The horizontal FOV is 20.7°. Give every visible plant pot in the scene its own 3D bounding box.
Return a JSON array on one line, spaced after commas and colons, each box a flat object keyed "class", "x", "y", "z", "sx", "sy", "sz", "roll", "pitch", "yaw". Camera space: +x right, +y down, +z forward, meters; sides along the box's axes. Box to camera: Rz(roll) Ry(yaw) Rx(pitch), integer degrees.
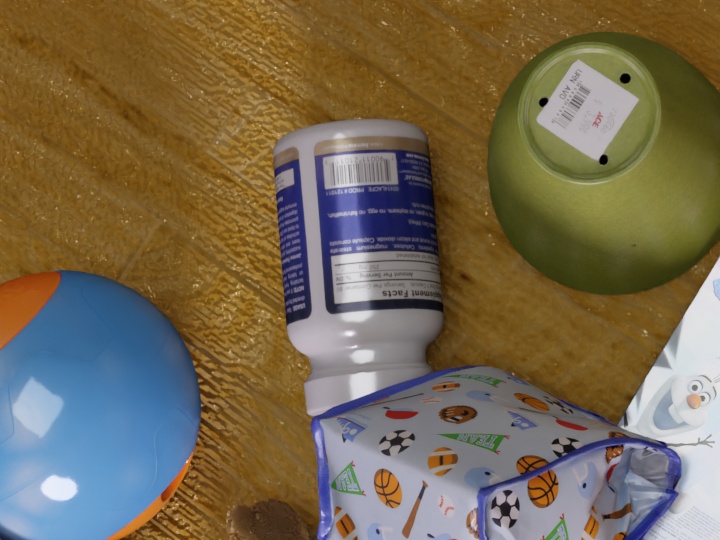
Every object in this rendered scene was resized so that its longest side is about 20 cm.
[{"class": "plant pot", "x": 0.164, "y": -0.087, "z": 1.349, "sx": 0.186, "sy": 0.200, "sz": 0.189, "roll": -2, "pitch": 83, "yaw": 12}]

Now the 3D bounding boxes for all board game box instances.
[{"class": "board game box", "x": 0.286, "y": 0.125, "z": 1.376, "sx": 0.199, "sy": 0.043, "sz": 0.200, "roll": 32, "pitch": 92, "yaw": 14}]

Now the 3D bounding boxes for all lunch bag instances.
[{"class": "lunch bag", "x": 0.094, "y": 0.141, "z": 1.324, "sx": 0.169, "sy": 0.199, "sz": 0.125, "roll": 22, "pitch": 121, "yaw": 42}]

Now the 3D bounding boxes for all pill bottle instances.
[{"class": "pill bottle", "x": 0.000, "y": 0.000, "z": 1.418, "sx": 0.115, "sy": 0.116, "sz": 0.201, "roll": -6, "pitch": 82, "yaw": 12}]

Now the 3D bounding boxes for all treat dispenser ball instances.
[{"class": "treat dispenser ball", "x": -0.213, "y": 0.101, "z": 1.408, "sx": 0.199, "sy": 0.201, "sz": 0.202, "roll": -2, "pitch": 83, "yaw": 12}]

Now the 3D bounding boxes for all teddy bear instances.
[{"class": "teddy bear", "x": -0.041, "y": 0.258, "z": 1.389, "sx": 0.200, "sy": 0.145, "sz": 0.067, "roll": 47, "pitch": 125, "yaw": 14}]
